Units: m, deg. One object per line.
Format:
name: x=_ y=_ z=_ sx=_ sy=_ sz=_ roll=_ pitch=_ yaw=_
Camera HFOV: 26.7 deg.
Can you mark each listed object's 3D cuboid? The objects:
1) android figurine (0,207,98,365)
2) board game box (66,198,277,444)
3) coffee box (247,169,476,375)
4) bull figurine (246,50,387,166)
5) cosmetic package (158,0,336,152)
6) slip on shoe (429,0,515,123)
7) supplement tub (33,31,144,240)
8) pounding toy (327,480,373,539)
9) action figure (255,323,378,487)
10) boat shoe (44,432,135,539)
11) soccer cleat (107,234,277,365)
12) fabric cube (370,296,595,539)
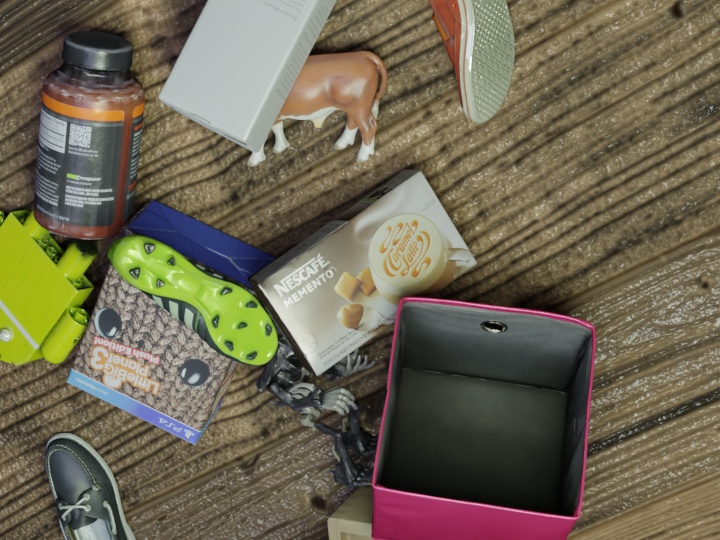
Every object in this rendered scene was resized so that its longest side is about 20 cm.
android figurine: x=-0.371 y=0.021 z=1.665 sx=0.182 sy=0.041 sz=0.200 roll=49 pitch=115 yaw=13
board game box: x=-0.201 y=0.054 z=1.630 sx=0.159 sy=0.097 sz=0.201 roll=25 pitch=114 yaw=2
coffee box: x=0.000 y=0.000 z=1.527 sx=0.199 sy=0.080 sz=0.115 roll=-34 pitch=101 yaw=-9
bull figurine: x=-0.070 y=-0.173 z=1.531 sx=0.198 sy=0.065 sz=0.122 roll=1 pitch=115 yaw=15
cosmetic package: x=-0.101 y=-0.227 z=1.465 sx=0.101 sy=0.074 sz=0.201 roll=28 pitch=89 yaw=9
slip on shoe: x=0.103 y=-0.241 z=1.471 sx=0.061 sy=0.074 sz=0.201 roll=14 pitch=126 yaw=45
supplement tub: x=-0.278 y=-0.140 z=1.566 sx=0.106 sy=0.107 sz=0.201 roll=13 pitch=112 yaw=7
pounding toy: x=0.079 y=0.301 z=1.660 sx=0.183 sy=0.142 sz=0.202 roll=4 pitch=110 yaw=26
action figure: x=-0.037 y=0.127 z=1.617 sx=0.102 sy=0.119 sz=0.201 roll=-19 pitch=116 yaw=29
boat shoe: x=-0.315 y=0.286 z=1.766 sx=0.075 sy=0.060 sz=0.201 roll=-22 pitch=105 yaw=20
soccer cleat: x=-0.166 y=0.025 z=1.526 sx=0.200 sy=0.081 sz=0.068 roll=38 pitch=82 yaw=-24
fabric cube: x=0.119 y=0.163 z=1.499 sx=0.195 sy=0.201 sz=0.200 roll=8 pitch=157 yaw=5
